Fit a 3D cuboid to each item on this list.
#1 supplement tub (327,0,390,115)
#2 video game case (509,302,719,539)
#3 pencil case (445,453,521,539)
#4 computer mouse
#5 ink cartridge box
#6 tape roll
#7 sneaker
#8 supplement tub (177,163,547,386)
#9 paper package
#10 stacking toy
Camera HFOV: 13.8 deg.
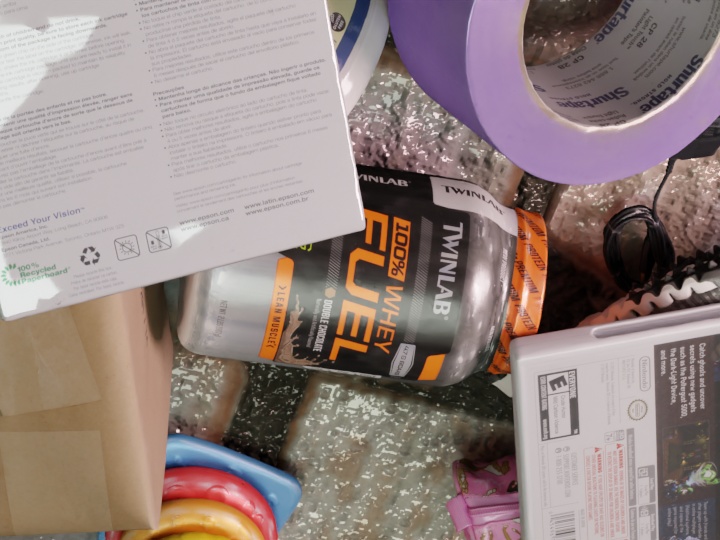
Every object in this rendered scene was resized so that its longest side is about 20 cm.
[{"bbox_3d":[-0.099,-0.151,1.583,0.200,0.145,0.145,34,119,-25],"label":"supplement tub"},{"bbox_3d":[0.181,0.104,1.745,0.182,0.023,0.200,-10,129,-5],"label":"video game case"},{"bbox_3d":[0.156,0.133,1.846,0.200,0.083,0.087,-15,130,10],"label":"pencil case"},{"bbox_3d":[0.179,-0.063,1.738,0.059,0.034,0.200,6,133,-9],"label":"computer mouse"},{"bbox_3d":[-0.109,-0.092,1.502,0.196,0.043,0.200,-14,112,-9],"label":"ink cartridge box"},{"bbox_3d":[0.120,-0.152,1.579,0.200,0.085,0.200,-16,125,-25],"label":"tape roll"},{"bbox_3d":[0.173,0.053,1.763,0.200,0.066,0.091,-30,93,35],"label":"sneaker"},{"bbox_3d":[0.000,0.000,1.715,0.200,0.123,0.123,7,126,-8],"label":"supplement tub"},{"bbox_3d":[-0.169,0.022,1.681,0.103,0.191,0.200,-4,125,4],"label":"paper package"},{"bbox_3d":[-0.103,0.206,1.816,0.110,0.200,0.116,21,124,-17],"label":"stacking toy"}]
